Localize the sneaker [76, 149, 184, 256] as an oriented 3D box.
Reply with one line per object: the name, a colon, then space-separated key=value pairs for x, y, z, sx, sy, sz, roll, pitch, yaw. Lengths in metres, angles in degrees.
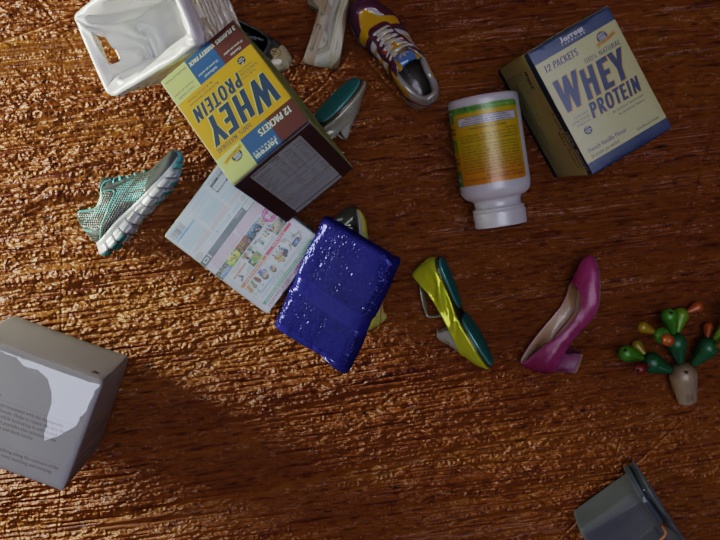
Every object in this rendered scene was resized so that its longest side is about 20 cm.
sneaker: x=-0.357 y=-0.120 z=1.407 sx=0.091 sy=0.078 sz=0.200 roll=43 pitch=89 yaw=-2

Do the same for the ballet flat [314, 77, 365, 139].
ballet flat: x=-0.055 y=-0.214 z=1.433 sx=0.200 sy=0.067 sz=0.062 roll=-44 pitch=123 yaw=4

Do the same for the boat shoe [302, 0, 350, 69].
boat shoe: x=-0.050 y=-0.414 z=1.407 sx=0.064 sy=0.072 sz=0.202 roll=8 pitch=99 yaw=-5

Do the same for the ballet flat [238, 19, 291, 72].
ballet flat: x=-0.196 y=-0.362 z=1.401 sx=0.199 sy=0.057 sz=0.067 roll=27 pitch=66 yaw=-6

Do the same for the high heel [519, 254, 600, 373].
high heel: x=0.320 y=0.069 z=1.469 sx=0.095 sy=0.067 sz=0.201 roll=8 pitch=107 yaw=-15

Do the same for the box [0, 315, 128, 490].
box: x=-0.479 y=0.188 z=1.358 sx=0.198 sy=0.200 sz=0.172 roll=20 pitch=95 yaw=-4

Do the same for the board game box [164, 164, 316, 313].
board game box: x=-0.178 y=-0.052 z=1.428 sx=0.200 sy=0.064 sz=0.148 roll=38 pitch=92 yaw=-4

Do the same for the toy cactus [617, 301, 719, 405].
toy cactus: x=0.524 y=0.139 z=1.482 sx=0.199 sy=0.102 sz=0.166 roll=-19 pitch=105 yaw=-11

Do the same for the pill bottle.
pill bottle: x=0.203 y=-0.169 z=1.420 sx=0.110 sy=0.111 sz=0.202 roll=-9 pitch=95 yaw=-3

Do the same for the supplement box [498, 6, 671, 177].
supplement box: x=0.329 y=-0.259 z=1.377 sx=0.134 sy=0.200 sz=0.201 roll=-30 pitch=95 yaw=-1

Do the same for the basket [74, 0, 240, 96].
basket: x=-0.290 y=-0.355 z=1.328 sx=0.199 sy=0.123 sz=0.136 roll=-19 pitch=96 yaw=34

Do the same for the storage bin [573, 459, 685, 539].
storage bin: x=0.446 y=0.437 z=1.476 sx=0.134 sy=0.146 sz=0.201 roll=-34 pitch=96 yaw=9

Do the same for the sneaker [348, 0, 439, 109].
sneaker: x=0.056 y=-0.340 z=1.407 sx=0.075 sy=0.090 sz=0.200 roll=-40 pitch=96 yaw=0

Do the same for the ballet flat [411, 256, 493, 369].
ballet flat: x=0.143 y=0.075 z=1.465 sx=0.067 sy=0.067 sz=0.201 roll=-26 pitch=93 yaw=20

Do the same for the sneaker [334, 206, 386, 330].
sneaker: x=0.000 y=0.000 z=1.442 sx=0.090 sy=0.078 sz=0.202 roll=-6 pitch=93 yaw=-45

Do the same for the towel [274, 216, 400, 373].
towel: x=-0.033 y=0.035 z=1.383 sx=0.147 sy=0.049 sz=0.201 roll=32 pitch=109 yaw=21

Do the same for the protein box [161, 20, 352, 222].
protein box: x=-0.143 y=-0.205 z=1.309 sx=0.135 sy=0.200 sz=0.199 roll=-38 pitch=71 yaw=6
